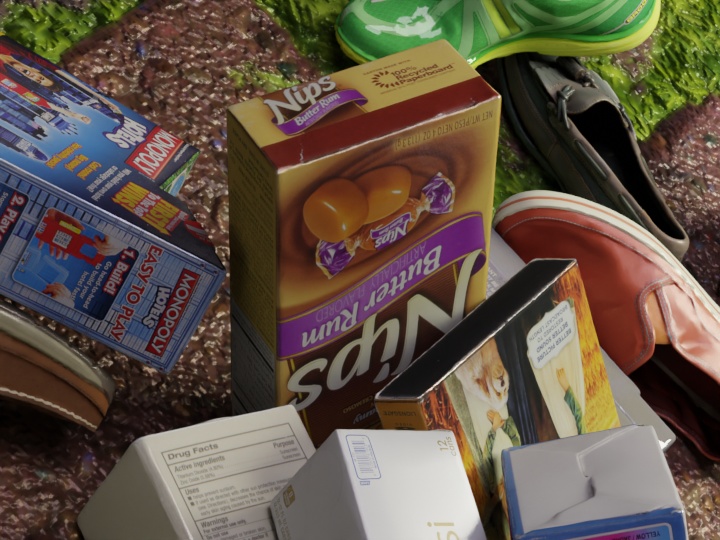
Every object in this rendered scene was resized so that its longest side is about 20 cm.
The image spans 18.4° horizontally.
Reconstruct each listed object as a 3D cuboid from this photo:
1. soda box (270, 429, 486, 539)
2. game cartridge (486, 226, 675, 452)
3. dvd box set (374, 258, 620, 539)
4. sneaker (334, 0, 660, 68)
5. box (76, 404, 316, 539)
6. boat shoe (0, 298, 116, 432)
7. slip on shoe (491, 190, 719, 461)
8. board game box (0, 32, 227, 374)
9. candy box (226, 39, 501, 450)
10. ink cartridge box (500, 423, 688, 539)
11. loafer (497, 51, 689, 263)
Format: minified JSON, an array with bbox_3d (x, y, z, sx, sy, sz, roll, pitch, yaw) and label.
[{"bbox_3d":[0.024,0.168,0.930,0.063,0.068,0.201,4,55,-32],"label":"soda box"},{"bbox_3d":[0.067,0.049,1.194,0.200,0.038,0.129,49,41,9],"label":"game cartridge"},{"bbox_3d":[0.082,0.115,1.070,0.146,0.029,0.201,-37,118,-45],"label":"dvd box set"},{"bbox_3d":[0.079,-0.165,1.308,0.199,0.084,0.074,-11,45,-10],"label":"sneaker"},{"bbox_3d":[-0.039,0.168,0.993,0.095,0.078,0.201,-9,61,-38],"label":"box"},{"bbox_3d":[-0.210,0.030,1.002,0.199,0.076,0.074,27,86,-18],"label":"boat shoe"},{"bbox_3d":[0.153,0.030,1.241,0.200,0.074,0.061,42,47,-5],"label":"slip on shoe"},{"bbox_3d":[-0.151,-0.039,1.057,0.199,0.062,0.200,32,17,0],"label":"board game box"},{"bbox_3d":[0.000,0.000,1.047,0.116,0.201,0.057,-20,47,-22],"label":"candy box"},{"bbox_3d":[0.114,0.185,0.978,0.136,0.076,0.201,-81,160,-79],"label":"ink cartridge box"},{"bbox_3d":[0.144,-0.073,1.319,0.072,0.063,0.201,-1,57,-34],"label":"loafer"}]
